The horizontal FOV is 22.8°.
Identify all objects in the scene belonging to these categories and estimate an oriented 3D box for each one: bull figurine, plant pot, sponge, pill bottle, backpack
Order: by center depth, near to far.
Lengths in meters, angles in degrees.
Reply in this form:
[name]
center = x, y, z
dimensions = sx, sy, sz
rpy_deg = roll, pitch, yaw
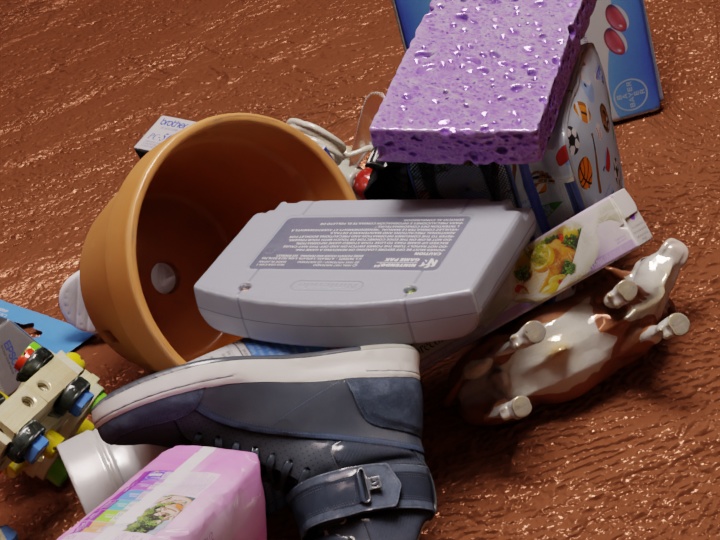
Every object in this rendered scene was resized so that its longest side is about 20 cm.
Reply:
[pill bottle]
center = -0.088, 0.110, 1.152
dimensions = 0.199, 0.113, 0.112
rpy_deg = -24, 30, -11
[bull figurine]
center = 0.147, 0.043, 1.172
dimensions = 0.199, 0.065, 0.121
rpy_deg = -31, -3, -9
[sponge]
center = 0.086, -0.141, 1.190
dimensions = 0.111, 0.030, 0.200
rpy_deg = 2, 40, 20
[backpack]
center = 0.109, -0.066, 1.269
dimensions = 0.153, 0.191, 0.200
rpy_deg = 3, 40, 21
[plant pot]
center = -0.111, -0.003, 1.287
dimensions = 0.200, 0.201, 0.140
rpy_deg = -38, 15, -33

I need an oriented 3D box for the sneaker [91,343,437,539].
[sneaker]
center = -0.053, 0.126, 1.054
dimensions = 0.201, 0.147, 0.077
rpy_deg = -5, -16, -9

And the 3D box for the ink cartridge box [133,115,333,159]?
[ink cartridge box]
center = -0.090, -0.069, 1.464
dimensions = 0.199, 0.094, 0.044
rpy_deg = 14, 56, 42

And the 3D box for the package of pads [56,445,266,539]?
[package of pads]
center = -0.110, 0.181, 0.942
dimensions = 0.075, 0.121, 0.200
rpy_deg = 0, 14, 17

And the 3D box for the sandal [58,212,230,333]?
[sandal]
center = -0.141, -0.012, 1.416
dimensions = 0.206, 0.079, 0.059
rpy_deg = -16, 25, 1

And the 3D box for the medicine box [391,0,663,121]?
[medicine box]
center = 0.133, -0.208, 1.499
dimensions = 0.199, 0.183, 0.103
rpy_deg = -16, 29, 2

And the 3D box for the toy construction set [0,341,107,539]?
[toy construction set]
center = -0.232, 0.124, 1.198
dimensions = 0.092, 0.131, 0.200
rpy_deg = 29, 33, -9

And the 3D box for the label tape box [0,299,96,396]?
[label tape box]
center = -0.332, 0.065, 1.402
dimensions = 0.144, 0.064, 0.200
rpy_deg = 15, 43, 42

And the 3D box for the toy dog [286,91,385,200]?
[toy dog]
center = 0.045, -0.101, 1.444
dimensions = 0.199, 0.132, 0.097
rpy_deg = 12, 62, 26

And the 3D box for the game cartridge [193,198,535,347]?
[game cartridge]
center = 0.000, 0.000, 1.146
dimensions = 0.199, 0.041, 0.133
rpy_deg = 1, 28, 27

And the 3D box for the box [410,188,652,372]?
[box]
center = 0.098, 0.012, 1.182
dimensions = 0.200, 0.039, 0.041
rpy_deg = -32, -4, 26
